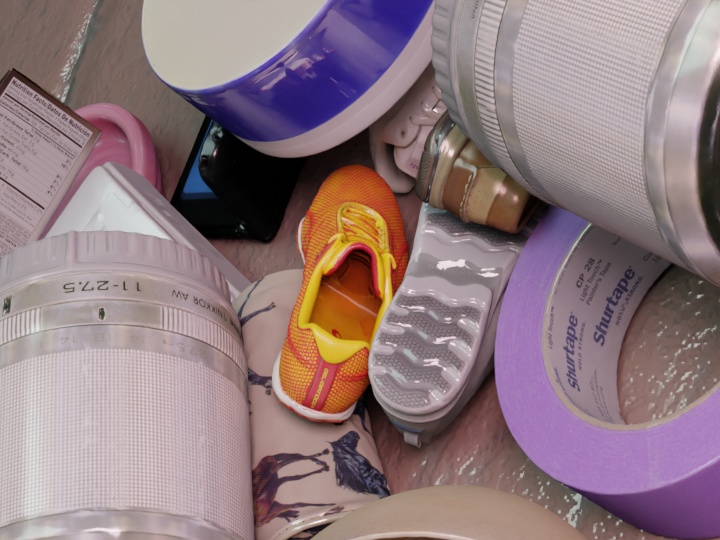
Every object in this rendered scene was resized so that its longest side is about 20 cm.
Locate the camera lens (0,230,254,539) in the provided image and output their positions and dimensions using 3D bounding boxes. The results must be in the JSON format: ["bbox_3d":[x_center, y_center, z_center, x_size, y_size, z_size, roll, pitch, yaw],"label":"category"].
[{"bbox_3d":[-0.138,0.101,1.005,0.159,0.159,0.202,-27,53,33],"label":"camera lens"}]

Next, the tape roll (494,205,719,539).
[{"bbox_3d":[0.162,0.025,0.912,0.199,0.065,0.202,-28,47,34],"label":"tape roll"}]

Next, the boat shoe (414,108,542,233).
[{"bbox_3d":[0.112,-0.088,1.012,0.074,0.076,0.200,33,60,20],"label":"boat shoe"}]

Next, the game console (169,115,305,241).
[{"bbox_3d":[-0.082,-0.132,1.249,0.115,0.176,0.202,15,75,21],"label":"game console"}]

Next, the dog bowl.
[{"bbox_3d":[-0.032,-0.171,1.066,0.199,0.079,0.202,-26,49,34],"label":"dog bowl"}]

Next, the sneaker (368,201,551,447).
[{"bbox_3d":[0.058,0.005,1.032,0.074,0.082,0.201,26,63,15],"label":"sneaker"}]

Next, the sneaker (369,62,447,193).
[{"bbox_3d":[0.062,-0.109,1.091,0.200,0.074,0.101,138,140,-59],"label":"sneaker"}]

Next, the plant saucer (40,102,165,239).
[{"bbox_3d":[-0.209,-0.022,1.360,0.200,0.051,0.202,-28,47,35],"label":"plant saucer"}]

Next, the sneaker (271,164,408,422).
[{"bbox_3d":[0.000,0.000,1.055,0.201,0.072,0.078,-84,16,-51],"label":"sneaker"}]

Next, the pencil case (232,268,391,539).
[{"bbox_3d":[-0.027,0.087,1.068,0.201,0.089,0.078,-103,28,-43],"label":"pencil case"}]

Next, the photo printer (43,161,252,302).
[{"bbox_3d":[-0.166,0.055,1.212,0.166,0.069,0.201,41,100,30],"label":"photo printer"}]

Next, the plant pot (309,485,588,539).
[{"bbox_3d":[0.048,0.180,0.859,0.200,0.201,0.135,-38,7,23],"label":"plant pot"}]

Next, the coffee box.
[{"bbox_3d":[-0.266,-0.023,1.256,0.113,0.080,0.201,-39,21,51],"label":"coffee box"}]

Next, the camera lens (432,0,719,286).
[{"bbox_3d":[0.144,-0.090,0.814,0.161,0.159,0.200,-58,38,0],"label":"camera lens"}]
